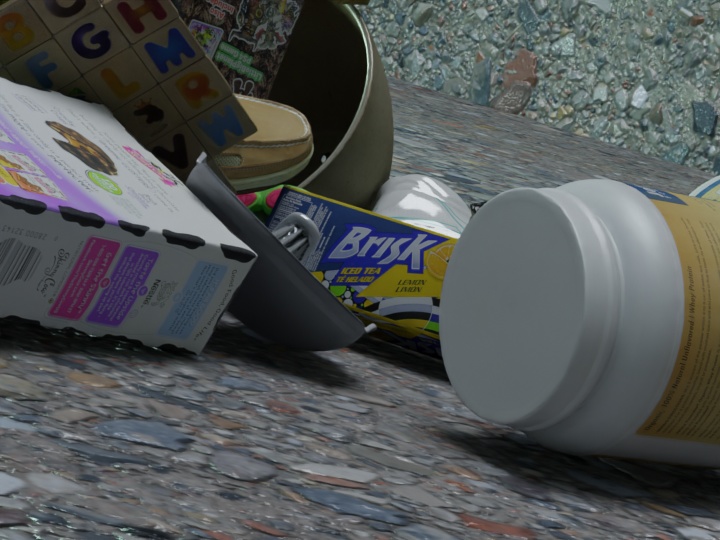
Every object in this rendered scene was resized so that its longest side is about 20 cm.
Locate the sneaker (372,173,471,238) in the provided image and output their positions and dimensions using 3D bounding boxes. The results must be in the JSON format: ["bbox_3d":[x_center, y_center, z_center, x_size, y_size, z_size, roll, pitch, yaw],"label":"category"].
[{"bbox_3d":[0.091,0.009,1.869,0.200,0.071,0.080,25,33,3],"label":"sneaker"}]

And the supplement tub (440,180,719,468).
[{"bbox_3d":[0.158,0.030,1.469,0.199,0.145,0.145,9,9,-35],"label":"supplement tub"}]

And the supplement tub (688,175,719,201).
[{"bbox_3d":[0.302,0.012,1.905,0.144,0.145,0.200,12,8,-15],"label":"supplement tub"}]

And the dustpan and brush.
[{"bbox_3d":[-0.057,0.001,1.608,0.140,0.057,0.200,45,-27,0],"label":"dustpan and brush"}]

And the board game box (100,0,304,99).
[{"bbox_3d":[-0.152,-0.122,1.812,0.159,0.201,0.097,21,0,44],"label":"board game box"}]

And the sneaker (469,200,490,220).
[{"bbox_3d":[0.129,0.015,1.779,0.070,0.094,0.200,-9,22,-29],"label":"sneaker"}]

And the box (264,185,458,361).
[{"bbox_3d":[0.035,0.012,1.674,0.199,0.064,0.070,19,-12,29],"label":"box"}]

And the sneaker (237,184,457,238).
[{"bbox_3d":[0.000,0.000,1.796,0.199,0.077,0.084,18,-9,7],"label":"sneaker"}]

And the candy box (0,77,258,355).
[{"bbox_3d":[-0.182,-0.039,1.474,0.200,0.072,0.168,13,23,-48],"label":"candy box"}]

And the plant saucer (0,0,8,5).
[{"bbox_3d":[-0.260,-0.142,1.834,0.031,0.201,0.200,25,9,7],"label":"plant saucer"}]

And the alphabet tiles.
[{"bbox_3d":[-0.160,-0.084,1.598,0.200,0.166,0.006,55,8,-41],"label":"alphabet tiles"}]

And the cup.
[{"bbox_3d":[-0.056,-0.087,1.930,0.200,0.201,0.143,19,-19,33],"label":"cup"}]

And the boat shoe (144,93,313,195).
[{"bbox_3d":[-0.112,-0.092,1.658,0.199,0.076,0.072,-4,38,-32],"label":"boat shoe"}]

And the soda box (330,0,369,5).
[{"bbox_3d":[-0.082,-0.242,1.859,0.199,0.064,0.068,21,11,14],"label":"soda box"}]
